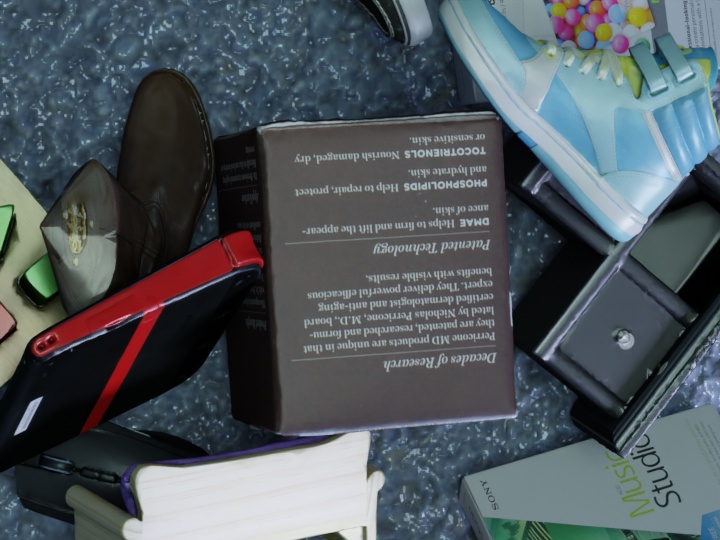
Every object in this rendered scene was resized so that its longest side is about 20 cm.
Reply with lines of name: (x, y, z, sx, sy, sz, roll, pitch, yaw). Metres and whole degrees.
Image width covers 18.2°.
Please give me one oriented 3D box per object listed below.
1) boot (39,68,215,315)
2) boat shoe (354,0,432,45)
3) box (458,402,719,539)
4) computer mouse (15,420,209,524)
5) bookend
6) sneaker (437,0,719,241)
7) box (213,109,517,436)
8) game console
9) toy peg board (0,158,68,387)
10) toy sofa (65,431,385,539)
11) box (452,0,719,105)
boot: (-0.151, -0.055, 1.437, 0.064, 0.200, 0.187, -2, 83, 13)
boat shoe: (-0.028, -0.229, 1.544, 0.064, 0.071, 0.200, -37, 91, -12)
box: (0.186, 0.182, 1.576, 0.199, 0.036, 0.145, -16, 54, -13)
computer mouse: (-0.196, 0.161, 1.512, 0.199, 0.046, 0.141, 20, 84, -14)
bookend: (0.159, -0.015, 1.559, 0.200, 0.092, 0.199, 39, 88, -18)
sneaker: (0.151, -0.130, 1.451, 0.130, 0.080, 0.200, -40, 107, 11)
box: (0.000, 0.000, 1.500, 0.163, 0.166, 0.201, -4, 92, -14)
game console: (-0.155, 0.052, 1.424, 0.176, 0.200, 0.031, -25, 74, -29)
toy peg board: (-0.296, -0.001, 1.448, 0.199, 0.098, 0.200, -42, 93, -11)
toy sofa: (-0.088, 0.151, 1.487, 0.199, 0.083, 0.098, -9, 105, -33)
box: (0.159, -0.208, 1.604, 0.199, 0.041, 0.157, -8, 94, -13)
